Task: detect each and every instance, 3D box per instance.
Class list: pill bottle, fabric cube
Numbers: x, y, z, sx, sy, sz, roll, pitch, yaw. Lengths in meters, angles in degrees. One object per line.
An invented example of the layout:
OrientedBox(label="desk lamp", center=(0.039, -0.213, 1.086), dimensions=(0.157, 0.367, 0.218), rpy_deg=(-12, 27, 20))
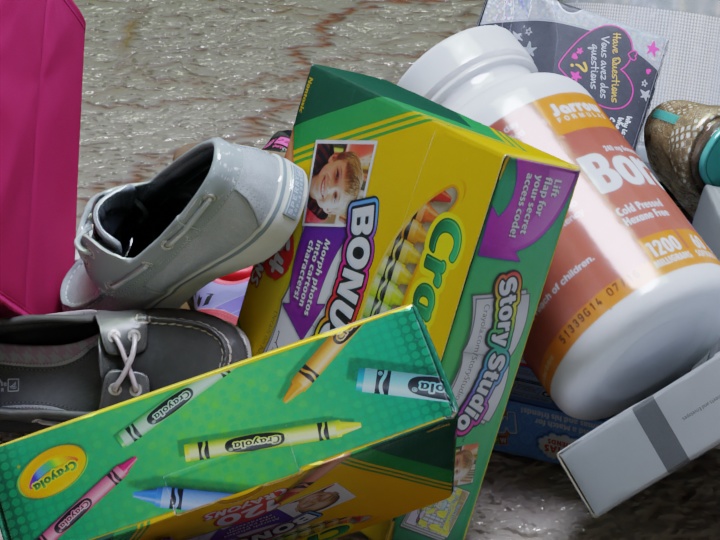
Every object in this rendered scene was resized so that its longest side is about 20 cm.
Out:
OrientedBox(label="pill bottle", center=(0.100, -0.030, 1.217), dimensions=(0.112, 0.113, 0.201), rpy_deg=(-14, 58, -35))
OrientedBox(label="fabric cube", center=(-0.267, -0.070, 1.271), dimensions=(0.194, 0.201, 0.200), rpy_deg=(-1, -12, 7))

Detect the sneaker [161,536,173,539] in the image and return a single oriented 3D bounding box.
OrientedBox(label="sneaker", center=(-0.104, 0.156, 0.971), dimensions=(0.199, 0.084, 0.081), rpy_deg=(-12, 25, -28))

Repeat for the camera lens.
OrientedBox(label="camera lens", center=(0.209, -0.147, 1.574), dimensions=(0.158, 0.202, 0.160), rpy_deg=(8, 2, 0))

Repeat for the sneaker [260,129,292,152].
OrientedBox(label="sneaker", center=(-0.064, -0.047, 1.473), dimensions=(0.076, 0.085, 0.199), rpy_deg=(13, 16, 33))

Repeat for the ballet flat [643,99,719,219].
OrientedBox(label="ballet flat", center=(0.227, -0.044, 1.388), dimensions=(0.071, 0.200, 0.065), rpy_deg=(-49, 47, -8))

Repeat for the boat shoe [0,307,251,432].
OrientedBox(label="boat shoe", center=(-0.157, 0.055, 1.219), dimensions=(0.198, 0.068, 0.057), rpy_deg=(-5, -8, 19))

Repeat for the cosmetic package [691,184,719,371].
OrientedBox(label="cosmetic package", center=(0.284, 0.022, 1.293), dimensions=(0.198, 0.091, 0.107), rpy_deg=(12, 23, -7))

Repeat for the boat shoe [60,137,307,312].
OrientedBox(label="boat shoe", center=(-0.112, -0.022, 1.228), dimensions=(0.071, 0.071, 0.200), rpy_deg=(28, -36, -30))

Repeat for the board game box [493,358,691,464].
OrientedBox(label="board game box", center=(0.109, 0.049, 1.324), dimensions=(0.150, 0.037, 0.200), rpy_deg=(11, 25, 24))

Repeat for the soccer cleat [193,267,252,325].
OrientedBox(label="soccer cleat", center=(0.000, 0.000, 1.317), dimensions=(0.198, 0.077, 0.067), rpy_deg=(-17, 12, 6))

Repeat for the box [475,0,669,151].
OrientedBox(label="box", center=(0.107, -0.081, 1.400), dimensions=(0.114, 0.133, 0.200), rpy_deg=(19, -6, 0))

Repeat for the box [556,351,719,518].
OrientedBox(label="box", center=(0.211, 0.043, 1.142), dimensions=(0.200, 0.041, 0.156), rpy_deg=(-37, -9, 28))

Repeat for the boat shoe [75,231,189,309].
OrientedBox(label="boat shoe", center=(-0.150, 0.005, 1.376), dimensions=(0.069, 0.071, 0.200), rpy_deg=(-24, 21, -7))

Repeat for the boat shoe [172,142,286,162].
OrientedBox(label="boat shoe", center=(-0.027, -0.037, 1.395), dimensions=(0.199, 0.072, 0.073), rpy_deg=(23, 22, -39))

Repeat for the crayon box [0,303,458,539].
OrientedBox(label="crayon box", center=(-0.058, 0.091, 1.024), dimensions=(0.198, 0.119, 0.059), rpy_deg=(-19, 69, -6))

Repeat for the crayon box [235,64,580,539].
OrientedBox(label="crayon box", center=(0.012, 0.016, 1.171), dimensions=(0.058, 0.202, 0.172), rpy_deg=(9, 13, -36))
